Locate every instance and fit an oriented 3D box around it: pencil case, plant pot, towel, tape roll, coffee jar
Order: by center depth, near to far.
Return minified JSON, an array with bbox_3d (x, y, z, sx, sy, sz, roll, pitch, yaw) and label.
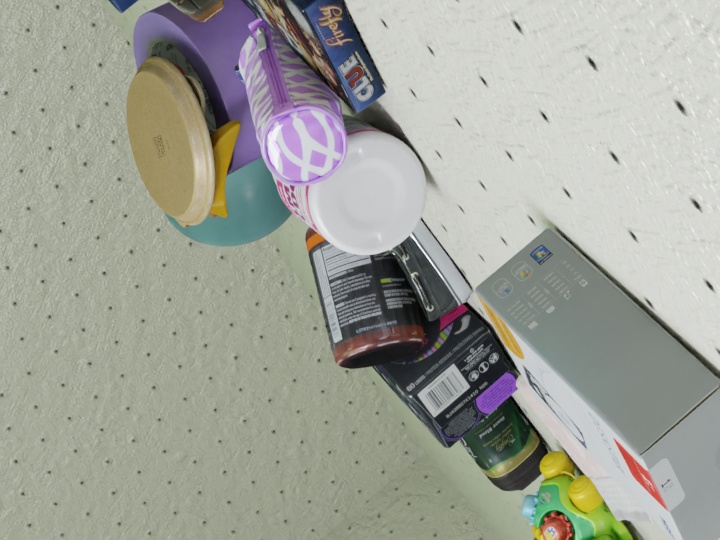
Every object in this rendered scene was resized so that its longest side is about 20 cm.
[{"bbox_3d":[-0.063,-0.156,1.412,0.201,0.083,0.086,-111,-1,-55],"label":"pencil case"},{"bbox_3d":[0.231,0.176,1.588,0.192,0.032,0.200,52,174,4],"label":"towel"},{"bbox_3d":[-0.167,-0.211,1.757,0.200,0.085,0.201,43,149,34],"label":"tape roll"},{"bbox_3d":[0.155,0.186,1.996,0.201,0.085,0.104,53,174,-15],"label":"coffee jar"},{"bbox_3d":[-0.179,-0.158,2.042,0.201,0.200,0.161,49,164,26],"label":"plant pot"}]

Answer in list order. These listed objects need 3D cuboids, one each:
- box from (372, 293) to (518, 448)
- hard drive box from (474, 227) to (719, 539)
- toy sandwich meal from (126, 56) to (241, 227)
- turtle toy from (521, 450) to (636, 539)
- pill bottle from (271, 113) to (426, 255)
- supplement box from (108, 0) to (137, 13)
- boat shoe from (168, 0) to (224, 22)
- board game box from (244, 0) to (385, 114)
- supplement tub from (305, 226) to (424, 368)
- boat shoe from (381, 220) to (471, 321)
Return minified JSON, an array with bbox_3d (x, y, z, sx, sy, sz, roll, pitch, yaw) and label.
[{"bbox_3d":[0.077,0.089,1.824,0.200,0.122,0.106,44,172,51],"label":"box"},{"bbox_3d":[0.187,0.087,1.129,0.200,0.077,0.156,46,173,44],"label":"hard drive box"},{"bbox_3d":[-0.189,-0.139,1.709,0.205,0.070,0.207,36,134,47],"label":"toy sandwich meal"},{"bbox_3d":[0.261,0.315,1.859,0.146,0.101,0.200,54,174,-25],"label":"turtle toy"},{"bbox_3d":[-0.019,-0.089,1.502,0.114,0.113,0.200,53,175,-20],"label":"pill bottle"},{"bbox_3d":[-0.251,-0.383,1.432,0.200,0.134,0.200,46,172,47],"label":"supplement box"},{"bbox_3d":[-0.196,-0.339,1.640,0.201,0.075,0.074,58,-177,23],"label":"boat shoe"},{"bbox_3d":[-0.064,-0.236,1.347,0.200,0.035,0.136,48,173,39],"label":"board game box"},{"bbox_3d":[0.000,0.000,1.736,0.107,0.106,0.202,73,-177,-76],"label":"supplement tub"},{"bbox_3d":[0.040,-0.035,1.670,0.201,0.056,0.069,52,175,-3],"label":"boat shoe"}]
